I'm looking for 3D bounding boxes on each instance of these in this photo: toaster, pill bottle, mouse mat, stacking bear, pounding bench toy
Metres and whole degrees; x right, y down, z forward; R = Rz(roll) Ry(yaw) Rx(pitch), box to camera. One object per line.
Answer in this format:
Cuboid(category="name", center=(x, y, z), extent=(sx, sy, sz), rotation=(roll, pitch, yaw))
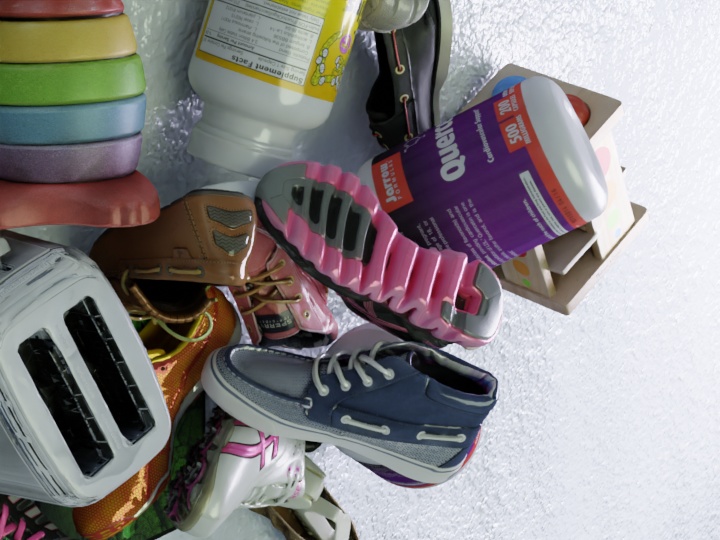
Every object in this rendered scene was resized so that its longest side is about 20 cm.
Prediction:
Cuboid(category="toaster", center=(-0.203, 0.068, 1.043), extent=(0.114, 0.129, 0.201), rotation=(-36, 115, -32))
Cuboid(category="pill bottle", center=(0.029, 0.106, 1.327), extent=(0.113, 0.112, 0.200), rotation=(-60, 161, -7))
Cuboid(category="mouse mat", center=(-0.175, 0.126, 1.233), extent=(0.161, 0.008, 0.201), rotation=(-22, 123, -41))
Cuboid(category="pill bottle", center=(0.074, -0.053, 1.235), extent=(0.199, 0.113, 0.112), rotation=(-26, 141, 15))
Cuboid(category="pill bottle", center=(-0.056, -0.166, 1.144), extent=(0.104, 0.104, 0.201), rotation=(9, 102, -50))
Cuboid(category="stacking bear", center=(-0.185, -0.134, 1.015), extent=(0.121, 0.114, 0.201), rotation=(-1, 103, -3))
Cuboid(category="pounding bench toy", center=(0.123, -0.050, 1.381), extent=(0.200, 0.124, 0.156), rotation=(-47, 139, -22))

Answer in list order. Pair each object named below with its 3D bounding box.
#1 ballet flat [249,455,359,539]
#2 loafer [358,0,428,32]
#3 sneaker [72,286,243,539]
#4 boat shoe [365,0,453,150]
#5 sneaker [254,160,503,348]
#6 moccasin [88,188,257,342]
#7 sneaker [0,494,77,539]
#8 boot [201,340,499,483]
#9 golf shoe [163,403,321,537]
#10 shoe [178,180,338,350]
Cuboid(category="ballet flat", center=(-0.051, 0.184, 1.347), extent=(0.068, 0.072, 0.200), rotation=(-58, 141, -25))
Cuboid(category="loafer", center=(0.021, -0.271, 1.207), extent=(0.070, 0.070, 0.201), rotation=(15, 80, -33))
Cuboid(category="sneaker", center=(-0.159, 0.094, 1.185), extent=(0.077, 0.073, 0.201), rotation=(41, 66, -46))
Cuboid(category="boat shoe", center=(0.033, -0.127, 1.299), extent=(0.063, 0.074, 0.202), rotation=(-8, 129, -11))
Cuboid(category="sneaker", center=(0.000, 0.000, 1.154), extent=(0.200, 0.095, 0.079), rotation=(34, 61, -21))
Cuboid(category="moccasin", center=(-0.125, 0.005, 1.090), extent=(0.073, 0.201, 0.078), rotation=(6, 77, -35))
Cuboid(category="sneaker", center=(-0.235, 0.186, 1.128), extent=(0.074, 0.087, 0.200), rotation=(-50, 134, -17))
Cuboid(category="boot", center=(-0.006, 0.076, 1.167), extent=(0.199, 0.073, 0.091), rotation=(19, 128, -11))
Cuboid(category="golf shoe", center=(-0.077, 0.138, 1.212), extent=(0.073, 0.092, 0.200), rotation=(-51, -177, 27))
Cuboid(category="shoe", center=(-0.066, 0.001, 1.188), extent=(0.200, 0.071, 0.091), rotation=(32, 45, -69))
